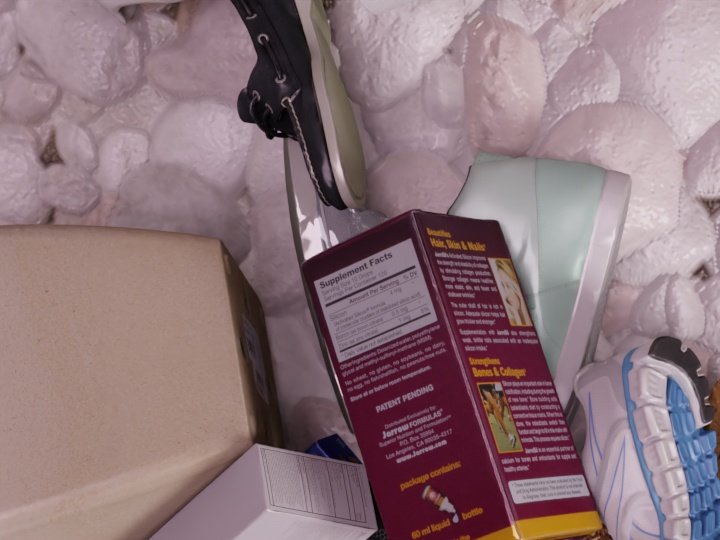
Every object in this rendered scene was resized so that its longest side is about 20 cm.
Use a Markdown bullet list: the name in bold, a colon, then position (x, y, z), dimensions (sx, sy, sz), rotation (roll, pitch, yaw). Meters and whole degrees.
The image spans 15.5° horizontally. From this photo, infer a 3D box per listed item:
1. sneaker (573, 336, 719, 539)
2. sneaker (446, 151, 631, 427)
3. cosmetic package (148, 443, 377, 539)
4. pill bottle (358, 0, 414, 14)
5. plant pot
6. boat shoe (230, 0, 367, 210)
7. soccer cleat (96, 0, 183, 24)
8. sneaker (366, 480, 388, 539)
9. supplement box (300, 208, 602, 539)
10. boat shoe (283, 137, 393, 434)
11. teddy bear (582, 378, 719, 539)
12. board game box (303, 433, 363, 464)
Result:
- **sneaker**: position (0.171, 0.143, 1.565), dimensions (0.086, 0.075, 0.201), rotation (-12, 85, 44)
- **sneaker**: position (0.088, 0.026, 1.630), dimensions (0.118, 0.074, 0.201), rotation (14, 88, 9)
- **cosmetic package**: position (-0.082, 0.177, 1.605), dimensions (0.200, 0.082, 0.051), rotation (-42, 45, 39)
- **pill bottle**: position (0.081, -0.234, 1.597), dimensions (0.199, 0.110, 0.110), rotation (-23, 87, 17)
- **plant pot**: position (-0.147, 0.080, 1.632), dimensions (0.176, 0.200, 0.201), rotation (-11, 69, 6)
- **boat shoe**: position (-0.047, -0.115, 1.633), dimensions (0.066, 0.075, 0.200), rotation (-20, 64, 9)
- **soccer cleat**: position (-0.097, -0.216, 1.667), dimensions (0.199, 0.069, 0.078), rotation (-18, 121, 33)
- **sneaker**: position (0.056, 0.196, 1.604), dimensions (0.199, 0.076, 0.114), rotation (37, 109, 17)
- **supplement box**: position (0.053, 0.073, 1.542), dimensions (0.085, 0.110, 0.201), rotation (-24, 77, 27)
- **boat shoe**: position (0.000, 0.000, 1.668), dimensions (0.071, 0.070, 0.202), rotation (-14, 84, -6)
- **teddy bear**: position (0.201, 0.144, 1.617), dimensions (0.145, 0.067, 0.201), rotation (33, 109, 22)
- **board game box**: position (-0.004, 0.224, 1.688), dimensions (0.134, 0.045, 0.200), rotation (-43, 81, 15)
